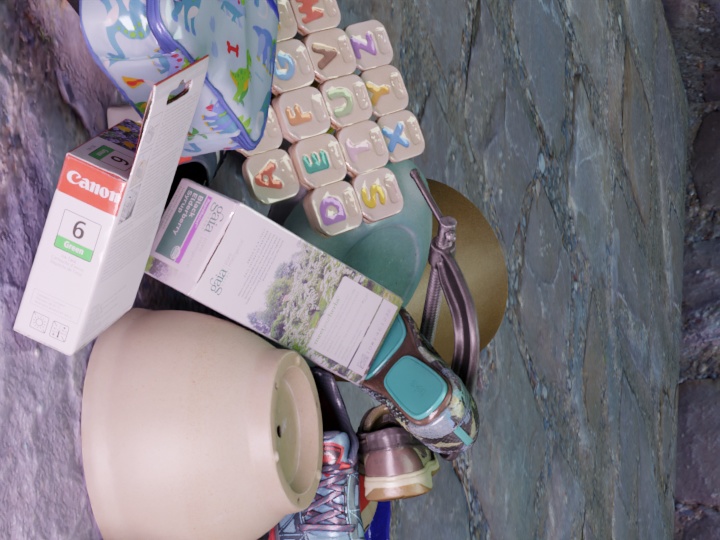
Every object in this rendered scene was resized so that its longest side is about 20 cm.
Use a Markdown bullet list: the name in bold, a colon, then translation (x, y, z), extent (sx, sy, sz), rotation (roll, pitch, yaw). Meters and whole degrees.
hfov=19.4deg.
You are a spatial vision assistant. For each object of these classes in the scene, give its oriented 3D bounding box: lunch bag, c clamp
- **lunch bag**: translation (-0.126, -0.191, 1.518), extent (0.200, 0.082, 0.162), rotation (54, 36, -55)
- **c clamp**: translation (0.067, 0.047, 1.718), extent (0.171, 0.027, 0.201), rotation (-117, -154, -49)

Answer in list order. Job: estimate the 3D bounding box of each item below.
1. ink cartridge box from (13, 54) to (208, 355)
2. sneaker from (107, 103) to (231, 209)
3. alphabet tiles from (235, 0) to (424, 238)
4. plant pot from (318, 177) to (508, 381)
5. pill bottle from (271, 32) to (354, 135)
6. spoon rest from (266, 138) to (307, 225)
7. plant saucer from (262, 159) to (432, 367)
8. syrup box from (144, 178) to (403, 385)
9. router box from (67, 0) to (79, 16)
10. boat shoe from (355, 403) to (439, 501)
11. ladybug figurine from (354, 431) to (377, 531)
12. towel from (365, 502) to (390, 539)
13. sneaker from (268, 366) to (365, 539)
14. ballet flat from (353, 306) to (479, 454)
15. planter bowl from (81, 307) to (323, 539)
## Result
- **ink cartridge box**: translation (-0.168, -0.053, 1.428), extent (0.109, 0.050, 0.202), rotation (-46, 157, -67)
- **sneaker**: translation (-0.133, -0.092, 1.658), extent (0.200, 0.074, 0.085), rotation (-12, 93, -62)
- **alphabet tiles**: translation (-0.030, -0.131, 1.695), extent (0.195, 0.015, 0.202), rotation (-19, 90, -41)
- **plant pot**: translation (0.010, 0.026, 1.940), extent (0.200, 0.185, 0.188), rotation (-25, 110, -55)
- **pill bottle**: translation (-0.073, -0.176, 1.800), extent (0.200, 0.111, 0.113), rotation (56, 33, -57)
- **spoon rest**: translation (-0.065, -0.030, 1.757), extent (0.061, 0.098, 0.202), rotation (-94, -172, -56)
- **plant saucer**: translation (0.000, 0.000, 1.763), extent (0.200, 0.039, 0.203), rotation (-29, 135, -34)
- **syrup box**: translation (-0.067, 0.010, 1.622), extent (0.199, 0.081, 0.079), rotation (30, 86, -41)
- **router box**: translation (-0.178, -0.276, 1.595), extent (0.157, 0.052, 0.202), rotation (53, 36, -58)
- **boat shoe**: translation (0.029, 0.140, 1.724), extent (0.200, 0.072, 0.066), rotation (-126, -148, -83)
- **ladybug figurine**: translation (-0.046, 0.154, 1.797), extent (0.201, 0.071, 0.136), rotation (56, 19, -27)
- **towel**: translation (-0.015, 0.248, 1.970), extent (0.200, 0.049, 0.149), rotation (27, 59, -69)
- **sneaker**: translation (-0.037, 0.166, 1.653), extent (0.096, 0.078, 0.201), rotation (100, -17, -54)
- **ballet flat**: translation (0.039, 0.087, 1.672), extent (0.200, 0.074, 0.075), rotation (-125, -164, -58)
- **planter bowl**: translation (-0.107, 0.123, 1.578), extent (0.200, 0.133, 0.203), rotation (-6, 90, -72)
